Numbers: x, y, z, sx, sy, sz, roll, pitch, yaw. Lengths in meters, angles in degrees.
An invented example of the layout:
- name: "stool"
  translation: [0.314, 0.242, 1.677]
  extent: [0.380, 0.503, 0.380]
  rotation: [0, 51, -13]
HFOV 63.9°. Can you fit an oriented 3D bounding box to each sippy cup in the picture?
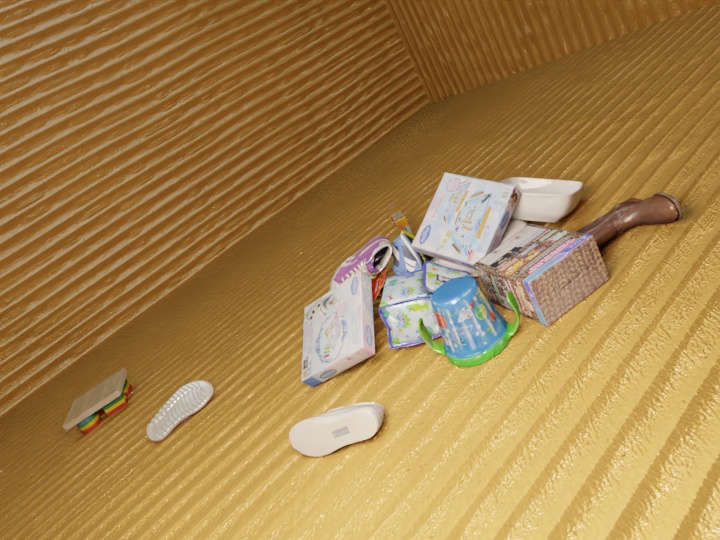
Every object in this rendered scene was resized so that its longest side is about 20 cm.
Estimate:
- name: "sippy cup"
  translation: [0.199, 0.087, 1.092]
  extent: [0.176, 0.132, 0.140]
  rotation: [-32, 19, -6]

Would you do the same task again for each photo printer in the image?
- name: "photo printer"
  translation: [0.300, -0.054, 1.366]
  extent: [0.197, 0.070, 0.167]
  rotation: [-8, 28, 34]

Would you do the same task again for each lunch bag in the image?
- name: "lunch bag"
  translation: [0.147, 0.066, 1.253]
  extent: [0.196, 0.130, 0.171]
  rotation: [-13, 20, 13]

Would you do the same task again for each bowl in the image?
- name: "bowl"
  translation: [0.422, -0.169, 1.382]
  extent: [0.196, 0.076, 0.199]
  rotation: [9, 20, 30]

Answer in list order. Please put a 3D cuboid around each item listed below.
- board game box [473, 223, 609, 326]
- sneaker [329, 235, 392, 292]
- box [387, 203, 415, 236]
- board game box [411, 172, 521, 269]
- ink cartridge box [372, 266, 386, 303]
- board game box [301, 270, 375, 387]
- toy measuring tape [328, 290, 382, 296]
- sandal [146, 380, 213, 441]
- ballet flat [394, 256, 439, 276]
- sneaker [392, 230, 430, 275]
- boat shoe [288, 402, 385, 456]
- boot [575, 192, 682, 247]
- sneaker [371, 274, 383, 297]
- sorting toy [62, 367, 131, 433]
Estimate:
- name: "board game box"
  translation: [0.348, 0.001, 1.134]
  extent: [0.158, 0.098, 0.200]
  rotation: [-34, 19, -10]
- name: "sneaker"
  translation: [0.000, -0.001, 1.395]
  extent: [0.201, 0.072, 0.114]
  rotation: [-49, 15, 6]
- name: "box"
  translation: [0.131, -0.128, 1.753]
  extent: [0.041, 0.120, 0.201]
  rotation: [-27, 20, 6]
- name: "board game box"
  translation: [0.239, -0.115, 1.327]
  extent: [0.197, 0.041, 0.203]
  rotation: [20, 80, 41]
- name: "ink cartridge box"
  translation: [0.000, 0.072, 1.401]
  extent: [0.163, 0.056, 0.203]
  rotation: [-78, 9, -66]
- name: "board game box"
  translation: [-0.053, 0.133, 1.309]
  extent: [0.198, 0.043, 0.203]
  rotation: [-33, 42, 34]
- name: "toy measuring tape"
  translation: [-0.016, 0.093, 1.533]
  extent: [0.196, 0.075, 0.074]
  rotation: [2, 32, 27]
- name: "sandal"
  translation: [-0.476, 0.367, 1.527]
  extent: [0.201, 0.083, 0.050]
  rotation: [-38, -23, -16]
- name: "ballet flat"
  translation: [0.173, -0.014, 1.476]
  extent: [0.198, 0.074, 0.073]
  rotation: [-31, 19, -9]
- name: "sneaker"
  translation: [0.130, 0.000, 1.412]
  extent: [0.082, 0.073, 0.202]
  rotation: [-40, 54, 24]
- name: "boat shoe"
  translation: [-0.042, 0.286, 1.069]
  extent: [0.198, 0.073, 0.068]
  rotation: [-29, -4, 26]
- name: "boot"
  translation: [0.504, -0.077, 1.146]
  extent: [0.197, 0.065, 0.186]
  rotation: [-29, 5, -4]
- name: "sneaker"
  translation: [0.007, 0.032, 1.608]
  extent: [0.198, 0.075, 0.084]
  rotation: [-7, 33, 50]
- name: "sorting toy"
  translation: [-0.851, 0.437, 1.896]
  extent: [0.197, 0.070, 0.200]
  rotation: [-33, 19, -7]
